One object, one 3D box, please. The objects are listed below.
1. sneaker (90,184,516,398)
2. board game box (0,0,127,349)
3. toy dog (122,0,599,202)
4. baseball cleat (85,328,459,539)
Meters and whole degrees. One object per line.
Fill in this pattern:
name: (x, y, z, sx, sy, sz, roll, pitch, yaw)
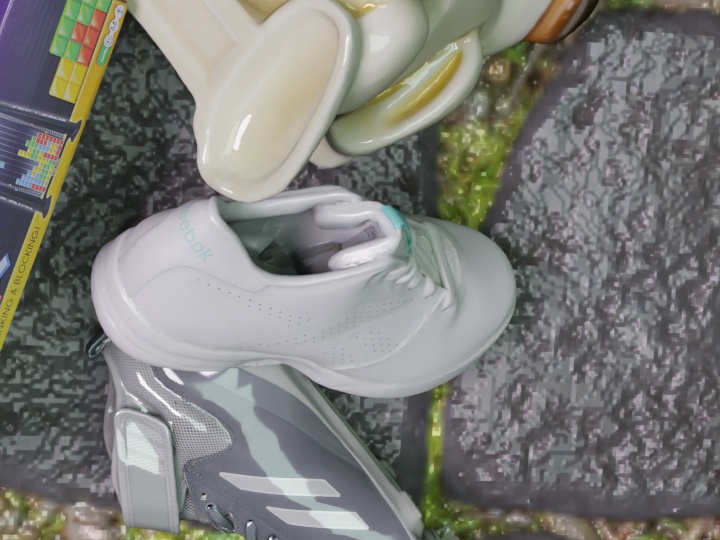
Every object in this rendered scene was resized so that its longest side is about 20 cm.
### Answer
sneaker: (0.000, 0.000, 0.877, 0.199, 0.088, 0.076, -1, 63, -42)
board game box: (-0.188, -0.030, 0.815, 0.057, 0.165, 0.201, 17, 94, -52)
toy dog: (0.008, -0.130, 0.853, 0.139, 0.200, 0.194, 42, 113, 20)
baseball cleat: (-0.036, 0.094, 0.933, 0.106, 0.070, 0.200, -36, 96, -1)
